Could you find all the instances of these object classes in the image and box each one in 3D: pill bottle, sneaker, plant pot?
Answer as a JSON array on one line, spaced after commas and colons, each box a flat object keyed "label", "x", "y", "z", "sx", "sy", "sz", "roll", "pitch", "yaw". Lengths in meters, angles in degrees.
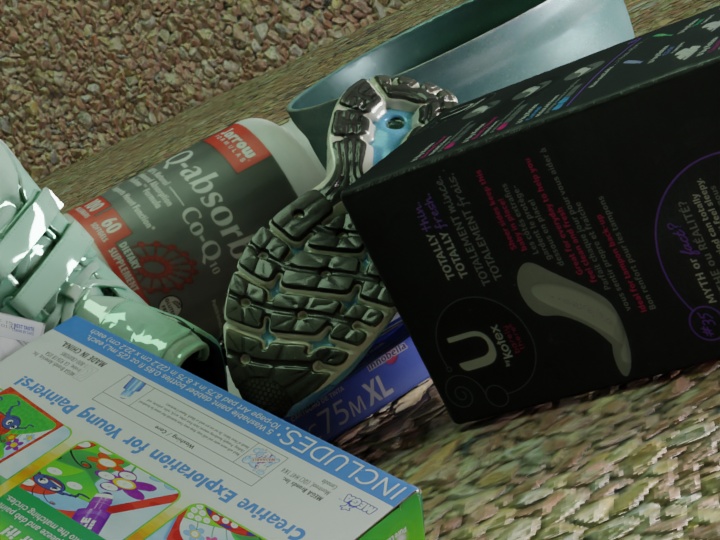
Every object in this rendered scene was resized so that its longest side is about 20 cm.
[{"label": "pill bottle", "x": -0.084, "y": -0.025, "z": 1.273, "sx": 0.200, "sy": 0.116, "sz": 0.116, "roll": -30, "pitch": 12, "yaw": -16}, {"label": "sneaker", "x": 0.000, "y": 0.000, "z": 0.957, "sx": 0.078, "sy": 0.090, "sz": 0.200, "roll": 17, "pitch": 50, "yaw": 17}, {"label": "sneaker", "x": -0.126, "y": 0.003, "z": 0.894, "sx": 0.118, "sy": 0.201, "sz": 0.074, "roll": 7, "pitch": 51, "yaw": 37}, {"label": "plant pot", "x": 0.076, "y": -0.076, "z": 1.135, "sx": 0.200, "sy": 0.134, "sz": 0.200, "roll": -25, "pitch": 11, "yaw": 5}]

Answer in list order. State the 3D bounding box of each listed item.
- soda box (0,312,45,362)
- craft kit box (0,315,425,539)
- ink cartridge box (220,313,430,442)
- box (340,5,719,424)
[{"label": "soda box", "x": -0.234, "y": 0.044, "z": 0.892, "sx": 0.200, "sy": 0.064, "sz": 0.068, "roll": 1, "pitch": -10, "yaw": 39}, {"label": "craft kit box", "x": -0.112, "y": 0.110, "z": 0.740, "sx": 0.200, "sy": 0.049, "sz": 0.197, "roll": 23, "pitch": 41, "yaw": 38}, {"label": "ink cartridge box", "x": -0.024, "y": 0.050, "z": 1.031, "sx": 0.119, "sy": 0.042, "sz": 0.200, "roll": -31, "pitch": 11, "yaw": -26}, {"label": "box", "x": 0.114, "y": -0.027, "z": 0.858, "sx": 0.200, "sy": 0.122, "sz": 0.106, "roll": -17, "pitch": 15, "yaw": 36}]
